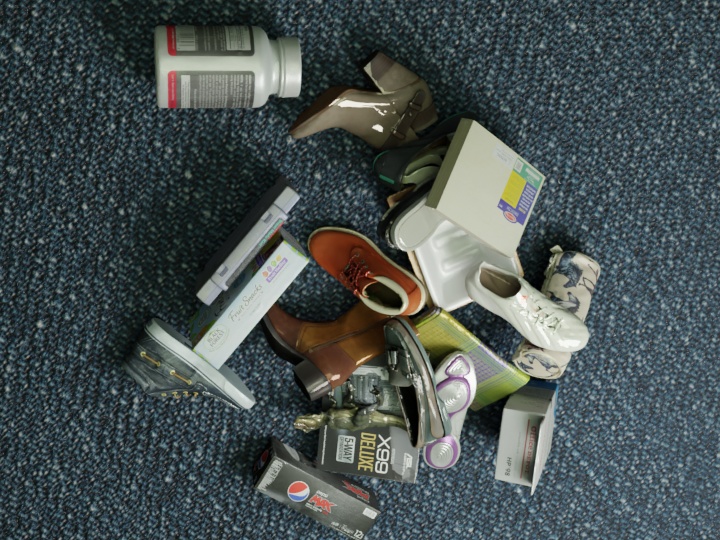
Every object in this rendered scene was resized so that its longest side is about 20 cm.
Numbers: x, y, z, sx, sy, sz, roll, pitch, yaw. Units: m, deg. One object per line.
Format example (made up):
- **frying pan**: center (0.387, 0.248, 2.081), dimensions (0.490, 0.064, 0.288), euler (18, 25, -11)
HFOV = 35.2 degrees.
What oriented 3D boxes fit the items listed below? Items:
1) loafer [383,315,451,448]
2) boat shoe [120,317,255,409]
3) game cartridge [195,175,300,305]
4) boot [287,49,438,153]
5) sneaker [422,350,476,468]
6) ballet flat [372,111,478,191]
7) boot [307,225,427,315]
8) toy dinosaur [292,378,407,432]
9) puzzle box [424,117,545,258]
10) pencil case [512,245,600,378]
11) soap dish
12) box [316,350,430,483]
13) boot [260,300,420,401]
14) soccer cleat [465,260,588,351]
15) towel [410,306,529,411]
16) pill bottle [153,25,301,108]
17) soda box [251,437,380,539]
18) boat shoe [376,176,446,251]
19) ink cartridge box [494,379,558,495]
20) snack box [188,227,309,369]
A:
- **loafer**: center (0.072, 0.166, 1.635), dimensions (0.062, 0.072, 0.202), euler (-30, 109, -21)
- **boat shoe**: center (-0.256, 0.163, 1.682), dimensions (0.200, 0.071, 0.091), euler (38, 95, -11)
- **game cartridge**: center (-0.161, -0.044, 1.614), dimensions (0.038, 0.130, 0.200), euler (39, 94, -18)
- **boot**: center (0.013, -0.214, 1.643), dimensions (0.199, 0.070, 0.146), euler (-38, 116, 7)
- **sneaker**: center (0.128, 0.202, 1.743), dimensions (0.074, 0.100, 0.202), euler (9, 118, -3)
- **ballet flat**: center (0.110, -0.167, 1.640), dimensions (0.199, 0.073, 0.074), euler (-28, 109, -27)
- **boot**: center (0.000, 0.000, 1.646), dimensions (0.199, 0.107, 0.076), euler (31, 105, 12)
- **toy dinosaur**: center (-0.001, 0.207, 1.687), dimensions (0.197, 0.048, 0.089), euler (4, 117, 7)
- **puzzle box**: center (0.179, -0.112, 1.599), dimensions (0.199, 0.025, 0.134), euler (29, 82, -46)
- **pencil case**: center (0.294, 0.066, 1.717), dimensions (0.089, 0.078, 0.202), euler (27, 66, -6)
- **soap dish**: center (0.140, -0.052, 1.699), dimensions (0.156, 0.081, 0.202), euler (-24, 107, -5)
- **box**: center (0.019, 0.214, 1.733), dimensions (0.155, 0.050, 0.203), euler (8, 103, 7)
- **boot**: center (-0.038, 0.070, 1.684), dimensions (0.199, 0.189, 0.069), euler (-31, 151, -16)
- **soccer cleat**: center (0.240, 0.054, 1.630), dimensions (0.198, 0.078, 0.070), euler (29, 67, 6)
- **towel**: center (0.146, 0.134, 1.735), dimensions (0.199, 0.023, 0.143), euler (37, 139, -16)
- **pill bottle**: center (-0.183, -0.280, 1.560), dimensions (0.197, 0.111, 0.112), euler (-2, 104, -11)
- **soda box**: center (-0.069, 0.341, 1.758), dimensions (0.199, 0.071, 0.064), euler (31, 101, -16)
- **boat shoe**: center (0.108, -0.097, 1.603), dimensions (0.200, 0.060, 0.074), euler (-40, 121, -20)
- **ink cartridge box**: center (0.252, 0.250, 1.733), dimensions (0.066, 0.200, 0.118), euler (9, 103, 15)
- **snack box**: center (-0.163, 0.031, 1.625), dimensions (0.053, 0.142, 0.200), euler (39, 94, -16)
